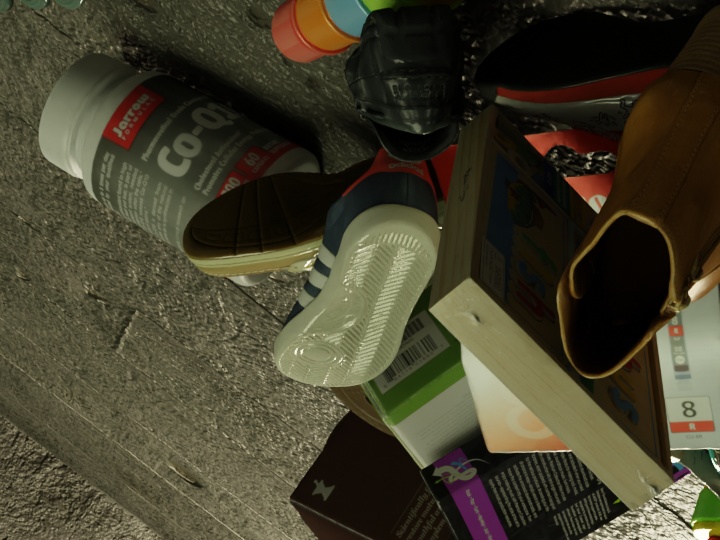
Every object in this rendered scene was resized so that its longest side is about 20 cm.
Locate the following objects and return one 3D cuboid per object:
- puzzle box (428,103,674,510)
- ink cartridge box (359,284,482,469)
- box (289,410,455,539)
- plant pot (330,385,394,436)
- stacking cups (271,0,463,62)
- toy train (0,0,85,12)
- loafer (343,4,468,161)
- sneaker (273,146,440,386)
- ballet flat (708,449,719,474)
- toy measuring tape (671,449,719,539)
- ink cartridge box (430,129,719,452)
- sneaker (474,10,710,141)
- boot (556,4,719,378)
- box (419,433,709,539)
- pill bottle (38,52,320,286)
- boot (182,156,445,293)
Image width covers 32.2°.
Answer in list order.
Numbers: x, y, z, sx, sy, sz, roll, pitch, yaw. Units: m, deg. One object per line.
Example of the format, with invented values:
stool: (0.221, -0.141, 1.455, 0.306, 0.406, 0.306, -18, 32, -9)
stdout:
puzzle box: (0.094, 0.007, 0.599, 0.025, 0.200, 0.133, -39, 107, 25)
ink cartridge box: (0.101, 0.092, 0.892, 0.200, 0.147, 0.076, 55, -179, -43)
box: (0.070, 0.227, 1.167, 0.163, 0.166, 0.200, 19, 151, 36)
plant pot: (0.036, 0.075, 1.032, 0.200, 0.093, 0.201, 28, 154, 15)
stacking cups: (0.011, -0.159, 0.700, 0.061, 0.061, 0.200, 44, 160, -18)
toy train: (-0.220, -0.239, 0.832, 0.199, 0.085, 0.114, 11, 134, 47)
loafer: (0.025, -0.095, 0.695, 0.068, 0.071, 0.201, -3, 180, 0)
sneaker: (0.000, 0.000, 0.782, 0.074, 0.085, 0.200, 15, 143, -16)
ballet flat: (0.243, 0.072, 0.790, 0.075, 0.068, 0.201, 0, 134, 40)
toy measuring tape: (0.257, 0.168, 0.908, 0.200, 0.074, 0.073, 38, 159, -32)
ink cartridge box: (0.132, 0.017, 0.727, 0.161, 0.050, 0.201, -5, 123, 25)
sneaker: (0.154, -0.074, 0.635, 0.201, 0.067, 0.108, 4, 138, 47)
boot: (0.125, -0.006, 0.552, 0.070, 0.144, 0.202, 23, 149, 18)
box: (0.150, 0.136, 0.876, 0.036, 0.199, 0.143, 58, 176, 44)
pill bottle: (-0.141, -0.082, 0.957, 0.199, 0.114, 0.114, 29, 155, 15)
boot: (-0.011, -0.001, 0.879, 0.198, 0.072, 0.155, -13, 139, 5)
